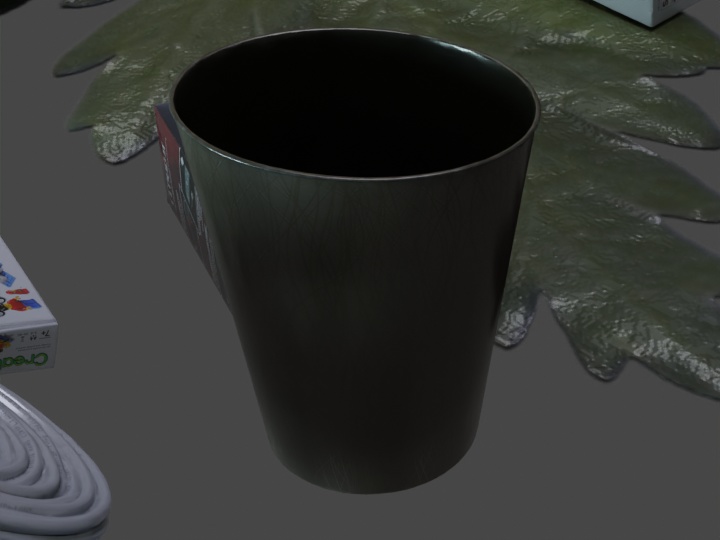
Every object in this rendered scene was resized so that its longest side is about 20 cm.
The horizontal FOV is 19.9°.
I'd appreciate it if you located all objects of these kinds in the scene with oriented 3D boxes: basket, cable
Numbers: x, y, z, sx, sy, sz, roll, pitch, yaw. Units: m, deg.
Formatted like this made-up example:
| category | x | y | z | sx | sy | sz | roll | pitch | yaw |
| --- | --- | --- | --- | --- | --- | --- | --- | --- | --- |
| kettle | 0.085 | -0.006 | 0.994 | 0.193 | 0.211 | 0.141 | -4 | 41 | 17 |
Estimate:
| category | x | y | z | sx | sy | sz | roll | pitch | yaw |
| --- | --- | --- | --- | --- | --- | --- | --- | --- | --- |
| basket | 0.000 | 0.000 | 1.022 | 0.179 | 0.201 | 0.136 | 9 | 37 | 16 |
| cable | -0.206 | 0.083 | 0.894 | 0.200 | 0.069 | 0.200 | 26 | 11 | -36 |

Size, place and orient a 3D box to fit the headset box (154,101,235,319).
| category | x | y | z | sx | sy | sz | roll | pitch | yaw |
| --- | --- | --- | --- | --- | --- | --- | --- | --- | --- |
| headset box | -0.026 | -0.048 | 1.196 | 0.148 | 0.075 | 0.200 | -15 | 38 | -14 |

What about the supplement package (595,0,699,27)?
| category | x | y | z | sx | sy | sz | roll | pitch | yaw |
| --- | --- | --- | --- | --- | --- | --- | --- | --- | --- |
| supplement package | 0.233 | -0.273 | 1.448 | 0.200 | 0.114 | 0.109 | -30 | 45 | -32 |

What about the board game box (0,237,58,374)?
| category | x | y | z | sx | sy | sz | roll | pitch | yaw |
| --- | --- | --- | --- | --- | --- | --- | --- | --- | --- |
| board game box | -0.266 | -0.003 | 1.169 | 0.126 | 0.035 | 0.200 | -6 | 34 | -28 |
